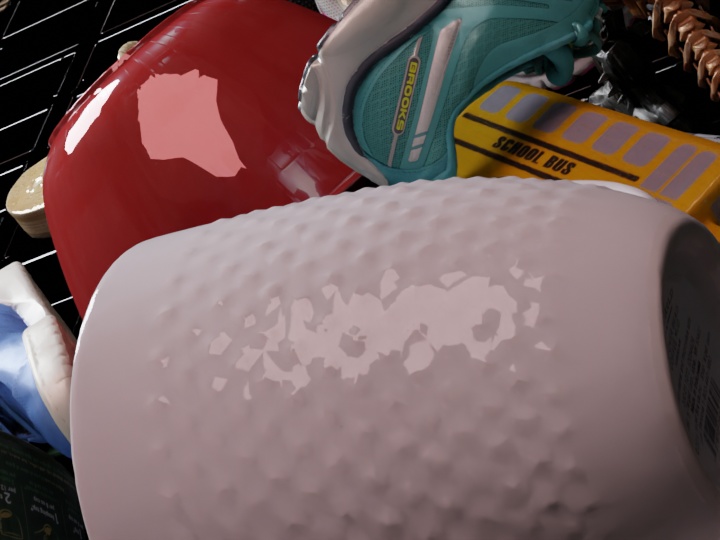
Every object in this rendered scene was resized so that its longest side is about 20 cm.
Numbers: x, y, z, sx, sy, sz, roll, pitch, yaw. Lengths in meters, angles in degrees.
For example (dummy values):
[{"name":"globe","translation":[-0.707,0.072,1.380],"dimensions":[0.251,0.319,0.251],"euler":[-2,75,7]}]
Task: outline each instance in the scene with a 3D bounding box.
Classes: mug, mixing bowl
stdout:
[{"name":"mug","translation":[0.034,0.031,0.765],"dimensions":[0.175,0.148,0.200],"euler":[-12,26,27]},{"name":"mixing bowl","translation":[-0.063,-0.048,1.074],"dimensions":[0.200,0.108,0.200],"euler":[-42,-1,0]}]

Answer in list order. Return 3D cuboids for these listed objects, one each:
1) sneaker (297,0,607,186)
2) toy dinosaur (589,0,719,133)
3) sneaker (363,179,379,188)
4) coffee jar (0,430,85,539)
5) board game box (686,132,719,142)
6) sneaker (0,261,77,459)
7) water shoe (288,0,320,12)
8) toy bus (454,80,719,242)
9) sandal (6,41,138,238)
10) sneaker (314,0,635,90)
[{"name":"sneaker","translation":[0.062,-0.110,0.944],"dimensions":[0.200,0.080,0.078],"euler":[-49,-4,-9]},{"name":"toy dinosaur","translation":[0.111,-0.125,1.029],"dimensions":[0.102,0.136,0.200],"euler":[-19,45,24]},{"name":"sneaker","translation":[0.000,0.000,1.037],"dimensions":[0.199,0.083,0.071],"euler":[-39,64,1]},{"name":"coffee jar","translation":[-0.139,0.163,0.900],"dimensions":[0.085,0.104,0.201],"euler":[-23,60,17]},{"name":"board game box","translation":[0.092,0.029,0.955],"dimensions":[0.126,0.035,0.200],"euler":[11,57,52]},{"name":"sneaker","translation":[-0.177,0.067,1.157],"dimensions":[0.111,0.077,0.200],"euler":[-36,25,-6]},{"name":"water shoe","translation":[-0.060,-0.055,1.206],"dimensions":[0.079,0.071,0.200],"euler":[24,80,51]},{"name":"toy bus","translation":[0.096,-0.010,0.903],"dimensions":[0.078,0.065,0.200],"euler":[-45,30,-12]},{"name":"sandal","translation":[-0.114,-0.084,1.300],"dimensions":[0.211,0.070,0.078],"euler":[-23,34,27]},{"name":"sneaker","translation":[0.053,-0.134,1.163],"dimensions":[0.200,0.088,0.081],"euler":[-14,39,37]}]
